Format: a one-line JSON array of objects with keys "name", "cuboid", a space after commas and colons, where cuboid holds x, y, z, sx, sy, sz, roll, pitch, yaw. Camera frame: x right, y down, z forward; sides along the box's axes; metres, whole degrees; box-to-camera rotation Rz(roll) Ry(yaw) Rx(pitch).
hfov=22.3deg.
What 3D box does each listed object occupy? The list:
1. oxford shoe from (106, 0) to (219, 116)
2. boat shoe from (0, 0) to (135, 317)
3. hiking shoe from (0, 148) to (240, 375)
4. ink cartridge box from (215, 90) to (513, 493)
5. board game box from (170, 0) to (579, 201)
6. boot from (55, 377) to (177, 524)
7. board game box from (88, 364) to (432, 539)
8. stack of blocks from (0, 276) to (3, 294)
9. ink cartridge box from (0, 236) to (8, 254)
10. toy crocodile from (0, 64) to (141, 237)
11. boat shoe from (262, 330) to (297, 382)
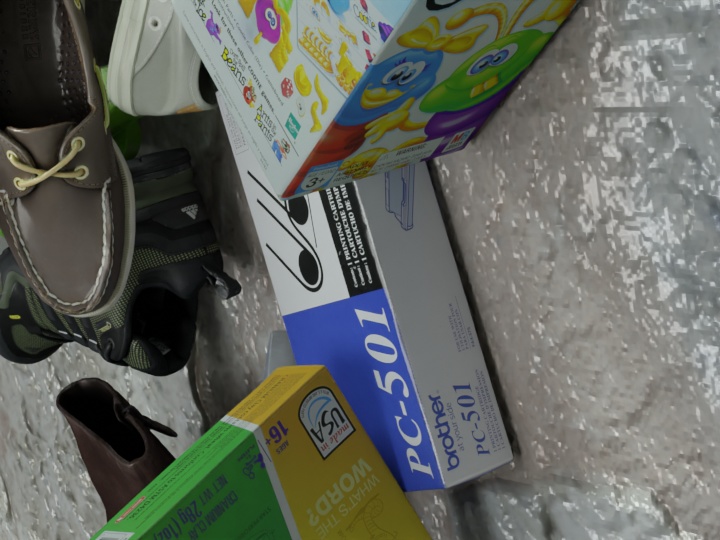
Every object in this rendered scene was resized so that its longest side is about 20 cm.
[{"name": "oxford shoe", "cuboid": [-0.070, -0.162, 0.848, 0.057, 0.075, 0.201, 17, 111, 6]}, {"name": "boat shoe", "cuboid": [-0.152, -0.072, 0.878, 0.060, 0.071, 0.202, -93, -4, -81]}, {"name": "hiking shoe", "cuboid": [-0.140, 0.020, 0.986, 0.200, 0.075, 0.101, -39, 73, 47]}, {"name": "ink cartridge box", "cuboid": [0.000, 0.000, 0.831, 0.094, 0.044, 0.201, -17, 90, 57]}, {"name": "board game box", "cuboid": [0.023, -0.132, 0.692, 0.105, 0.103, 0.200, 60, 144, 17]}, {"name": "boot", "cuboid": [-0.086, 0.157, 0.948, 0.200, 0.072, 0.167, 38, 159, 49]}, {"name": "board game box", "cuboid": [-0.024, 0.166, 0.792, 0.040, 0.153, 0.201, -7, 119, 54]}, {"name": "stack of blocks", "cuboid": [-0.269, -0.041, 0.942, 0.199, 0.058, 0.116, 31, 137, 34]}, {"name": "ink cartridge box", "cuboid": [-0.317, -0.020, 1.173, 0.199, 0.144, 0.084, 11, 113, 51]}, {"name": "toy crocodile", "cuboid": [-0.179, -0.064, 0.980, 0.199, 0.067, 0.062, -33, 80, 29]}, {"name": "boat shoe", "cuboid": [-0.017, 0.128, 0.889, 0.070, 0.066, 0.202, 108, 161, -71]}]
